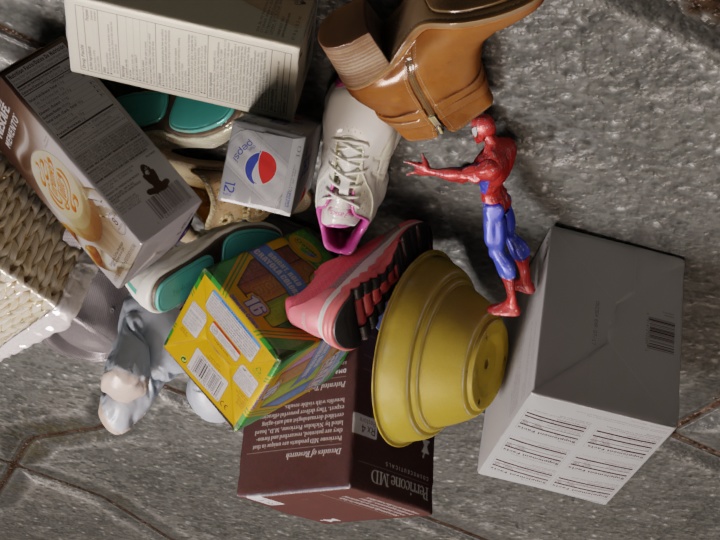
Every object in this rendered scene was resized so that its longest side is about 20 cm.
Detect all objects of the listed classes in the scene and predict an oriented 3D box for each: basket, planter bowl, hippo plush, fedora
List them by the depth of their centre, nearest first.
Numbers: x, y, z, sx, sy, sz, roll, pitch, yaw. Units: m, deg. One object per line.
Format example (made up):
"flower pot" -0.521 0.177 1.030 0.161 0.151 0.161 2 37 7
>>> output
"planter bowl" 0.093 0.086 1.236 0.083 0.202 0.201 11 150 27
"basket" -0.362 -0.041 1.263 0.160 0.200 0.199 36 142 -28
"hippo plush" -0.196 0.098 1.393 0.159 0.202 0.160 12 152 -6
"fedora" -0.328 0.045 1.475 0.175 0.091 0.200 -4 143 25

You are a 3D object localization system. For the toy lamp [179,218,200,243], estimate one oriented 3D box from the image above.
"toy lamp" -0.162 -0.020 1.350 0.058 0.059 0.200 -16 137 38

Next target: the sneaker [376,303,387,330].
"sneaker" 0.076 0.075 1.362 0.074 0.083 0.200 -38 131 15

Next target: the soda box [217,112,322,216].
"soda box" -0.074 -0.098 1.080 0.063 0.069 0.200 12 -170 0

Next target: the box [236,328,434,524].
"box" -0.022 0.171 1.424 0.163 0.202 0.165 -12 154 34

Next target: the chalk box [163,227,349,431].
"chalk box" -0.076 0.050 1.277 0.125 0.199 0.124 46 131 15

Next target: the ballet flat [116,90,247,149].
"ballet flat" -0.157 -0.141 1.151 0.199 0.068 0.062 6 161 44

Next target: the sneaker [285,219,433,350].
"sneaker" 0.000 0.000 1.218 0.086 0.200 0.074 13 125 32

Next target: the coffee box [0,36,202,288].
"coffee box" -0.250 -0.098 1.152 0.200 0.080 0.114 49 148 3

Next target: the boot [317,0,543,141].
"boot" 0.081 -0.173 1.015 0.198 0.077 0.155 -19 145 22

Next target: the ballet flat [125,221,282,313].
"ballet flat" -0.161 -0.015 1.270 0.069 0.199 0.070 16 118 34

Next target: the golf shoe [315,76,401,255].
"golf shoe" -0.006 -0.093 1.149 0.074 0.092 0.201 11 146 7

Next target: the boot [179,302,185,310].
"boot" -0.126 0.117 1.517 0.163 0.066 0.201 15 147 23

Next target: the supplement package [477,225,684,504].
"supplement package" 0.222 0.101 1.261 0.145 0.193 0.201 14 148 -3

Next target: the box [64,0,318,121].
"box" -0.141 -0.202 1.042 0.198 0.078 0.095 14 144 0

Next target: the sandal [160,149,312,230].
"sandal" -0.157 -0.073 1.252 0.210 0.070 0.078 19 147 -9

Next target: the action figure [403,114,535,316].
"action figure" 0.105 -0.058 1.166 0.098 0.065 0.202 10 129 27
